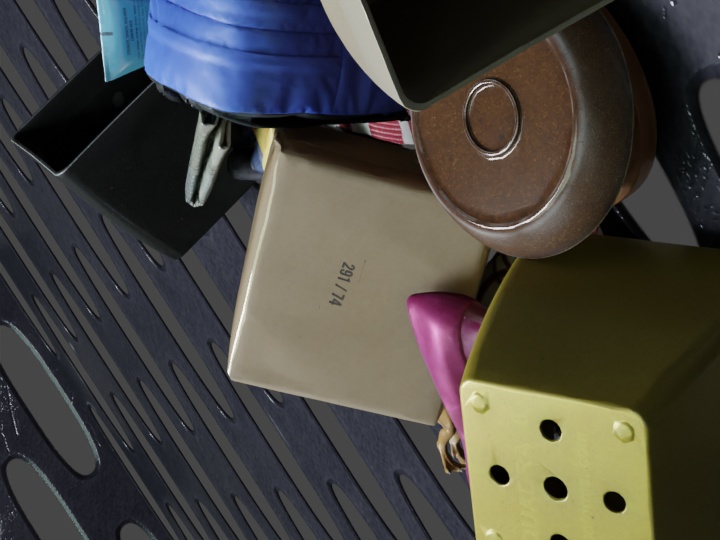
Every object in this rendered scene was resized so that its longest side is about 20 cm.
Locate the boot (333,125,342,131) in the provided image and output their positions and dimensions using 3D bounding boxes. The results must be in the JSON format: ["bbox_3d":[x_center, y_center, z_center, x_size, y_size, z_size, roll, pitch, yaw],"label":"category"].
[{"bbox_3d":[0.020,-0.039,1.340,0.200,0.066,0.165,45,177,-6],"label":"boot"}]

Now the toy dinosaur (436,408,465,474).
[{"bbox_3d":[0.093,0.149,1.462,0.199,0.060,0.108,0,97,57],"label":"toy dinosaur"}]

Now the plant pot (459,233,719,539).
[{"bbox_3d":[0.173,0.106,0.964,0.198,0.176,0.203,8,117,34],"label":"plant pot"}]

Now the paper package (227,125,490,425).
[{"bbox_3d":[0.000,0.000,1.143,0.104,0.188,0.202,-90,14,-70],"label":"paper package"}]

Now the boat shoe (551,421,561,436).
[{"bbox_3d":[0.171,0.102,1.124,0.198,0.065,0.073,28,171,4],"label":"boat shoe"}]

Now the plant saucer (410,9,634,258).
[{"bbox_3d":[0.100,-0.107,0.977,0.199,0.034,0.203,12,107,45],"label":"plant saucer"}]

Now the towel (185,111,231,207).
[{"bbox_3d":[-0.129,-0.180,1.329,0.034,0.195,0.200,11,161,-7],"label":"towel"}]

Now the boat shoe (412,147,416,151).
[{"bbox_3d":[0.013,-0.023,1.223,0.075,0.066,0.200,46,114,12],"label":"boat shoe"}]

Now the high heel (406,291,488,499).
[{"bbox_3d":[0.080,0.110,1.113,0.095,0.067,0.202,16,130,27],"label":"high heel"}]

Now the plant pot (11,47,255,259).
[{"bbox_3d":[-0.226,-0.133,1.528,0.178,0.200,0.199,49,170,-31],"label":"plant pot"}]

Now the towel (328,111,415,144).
[{"bbox_3d":[-0.019,-0.191,1.264,0.199,0.023,0.145,21,137,51],"label":"towel"}]

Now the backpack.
[{"bbox_3d":[-0.069,-0.203,1.102,0.162,0.198,0.170,25,119,46],"label":"backpack"}]

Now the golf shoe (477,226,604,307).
[{"bbox_3d":[0.141,-0.004,1.152,0.199,0.076,0.089,-2,102,58],"label":"golf shoe"}]

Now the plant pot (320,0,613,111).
[{"bbox_3d":[0.040,-0.243,0.890,0.202,0.198,0.177,65,166,-21],"label":"plant pot"}]

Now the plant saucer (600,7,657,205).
[{"bbox_3d":[0.132,-0.132,1.033,0.200,0.032,0.202,43,152,28],"label":"plant saucer"}]

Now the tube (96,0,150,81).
[{"bbox_3d":[-0.132,-0.221,1.184,0.050,0.199,0.078,25,130,45],"label":"tube"}]

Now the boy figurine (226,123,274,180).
[{"bbox_3d":[-0.087,-0.139,1.319,0.200,0.063,0.126,132,132,-75],"label":"boy figurine"}]
